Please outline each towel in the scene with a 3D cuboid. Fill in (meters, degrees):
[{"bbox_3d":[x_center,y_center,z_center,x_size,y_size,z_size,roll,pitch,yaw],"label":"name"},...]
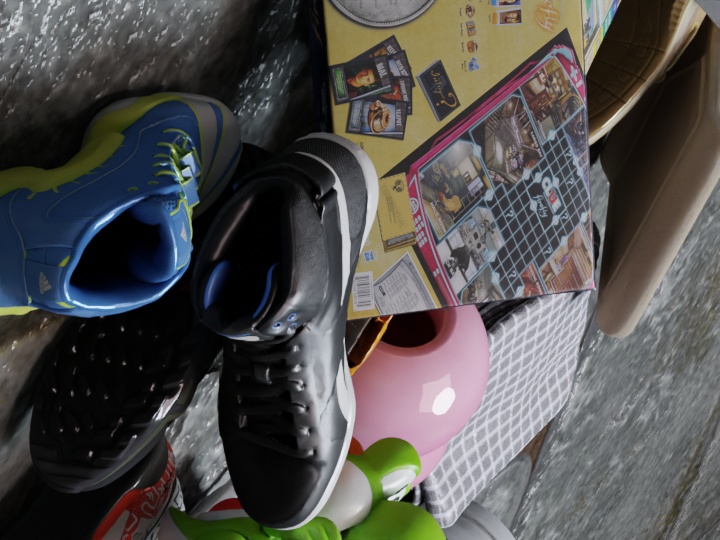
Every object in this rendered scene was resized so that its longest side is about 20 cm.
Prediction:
[{"bbox_3d":[0.082,0.064,1.560,0.200,0.085,0.166,-41,152,-36],"label":"towel"}]

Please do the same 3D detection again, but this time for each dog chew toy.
[{"bbox_3d":[0.007,0.081,1.385,0.124,0.124,0.200,-42,161,-33],"label":"dog chew toy"}]

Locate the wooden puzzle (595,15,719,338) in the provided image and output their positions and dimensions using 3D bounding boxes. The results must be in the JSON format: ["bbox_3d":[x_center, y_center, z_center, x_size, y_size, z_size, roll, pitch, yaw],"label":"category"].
[{"bbox_3d":[0.210,-0.078,1.546,0.201,0.037,0.186,-84,-166,-51],"label":"wooden puzzle"}]

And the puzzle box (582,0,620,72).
[{"bbox_3d":[0.123,-0.152,1.274,0.134,0.025,0.200,-64,172,-3],"label":"puzzle box"}]

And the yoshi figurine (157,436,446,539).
[{"bbox_3d":[-0.030,0.163,1.197,0.200,0.112,0.113,-31,107,-31],"label":"yoshi figurine"}]

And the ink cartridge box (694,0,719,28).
[{"bbox_3d":[0.282,-0.258,1.400,0.147,0.144,0.200,40,81,-30],"label":"ink cartridge box"}]

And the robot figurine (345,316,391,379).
[{"bbox_3d":[0.000,0.000,1.228,0.201,0.058,0.145,-58,-178,-5],"label":"robot figurine"}]

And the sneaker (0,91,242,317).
[{"bbox_3d":[-0.097,-0.022,1.020,0.200,0.105,0.076,-34,126,-44],"label":"sneaker"}]

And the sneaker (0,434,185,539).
[{"bbox_3d":[-0.164,0.171,1.204,0.202,0.067,0.108,-51,155,-22],"label":"sneaker"}]

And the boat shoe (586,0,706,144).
[{"bbox_3d":[0.186,-0.155,1.500,0.200,0.074,0.069,-55,152,-9],"label":"boat shoe"}]

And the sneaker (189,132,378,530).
[{"bbox_3d":[-0.049,0.038,1.078,0.112,0.073,0.201,-29,128,-66],"label":"sneaker"}]

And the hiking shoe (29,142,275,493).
[{"bbox_3d":[-0.090,0.037,1.169,0.200,0.076,0.101,-54,155,-10],"label":"hiking shoe"}]

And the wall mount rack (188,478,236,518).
[{"bbox_3d":[-0.083,0.182,1.321,0.200,0.075,0.174,-46,-177,-26],"label":"wall mount rack"}]

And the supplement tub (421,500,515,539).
[{"bbox_3d":[0.019,0.255,1.607,0.200,0.140,0.141,-33,148,-45],"label":"supplement tub"}]

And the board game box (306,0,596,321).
[{"bbox_3d":[0.045,-0.083,1.133,0.135,0.035,0.201,-6,101,-14],"label":"board game box"}]
